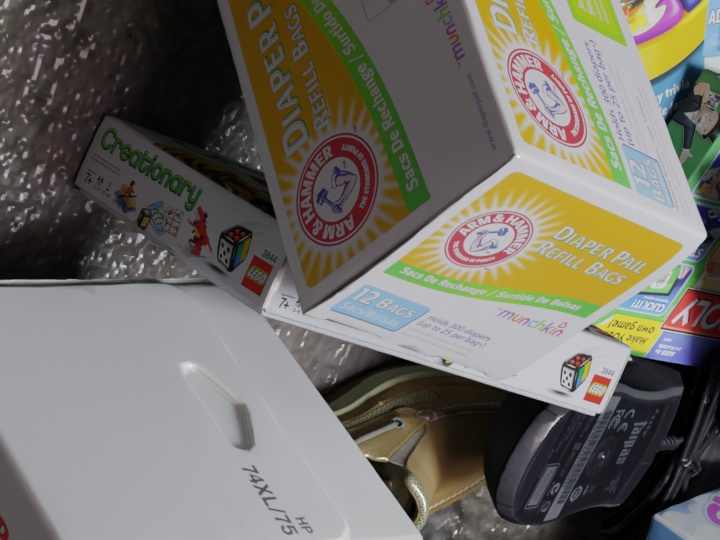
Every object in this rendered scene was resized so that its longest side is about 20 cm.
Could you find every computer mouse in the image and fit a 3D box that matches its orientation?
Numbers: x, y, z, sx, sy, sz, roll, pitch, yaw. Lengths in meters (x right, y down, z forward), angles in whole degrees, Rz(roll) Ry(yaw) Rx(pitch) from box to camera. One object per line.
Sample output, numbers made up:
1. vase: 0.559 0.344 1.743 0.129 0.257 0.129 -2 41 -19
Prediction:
1. computer mouse: 0.096 0.093 1.095 0.199 0.046 0.141 -7 127 -53

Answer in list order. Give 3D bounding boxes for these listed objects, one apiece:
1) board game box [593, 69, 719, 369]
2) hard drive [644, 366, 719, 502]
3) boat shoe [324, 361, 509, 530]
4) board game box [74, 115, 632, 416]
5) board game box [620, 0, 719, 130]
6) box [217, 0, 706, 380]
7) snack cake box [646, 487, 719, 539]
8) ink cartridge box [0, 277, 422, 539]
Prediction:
1. board game box: 0.189 -0.015 1.130 0.199 0.029 0.135 10 119 -47
2. hard drive: 0.189 0.145 1.255 0.139 0.033 0.201 11 104 -44
3. boat shoe: 0.005 0.092 1.033 0.199 0.076 0.072 -14 118 -38
4. board game box: 0.000 0.000 0.947 0.199 0.126 0.035 19 99 -45
5. board game box: 0.105 -0.150 1.020 0.150 0.047 0.201 -26 127 -30
6. box: 0.027 -0.078 0.864 0.101 0.201 0.112 -36 145 30
7. snack cake box: 0.215 0.161 1.200 0.199 0.067 0.116 -14 125 -45
8. ink cartridge box: -0.103 0.123 0.865 0.145 0.147 0.201 0 129 -39
